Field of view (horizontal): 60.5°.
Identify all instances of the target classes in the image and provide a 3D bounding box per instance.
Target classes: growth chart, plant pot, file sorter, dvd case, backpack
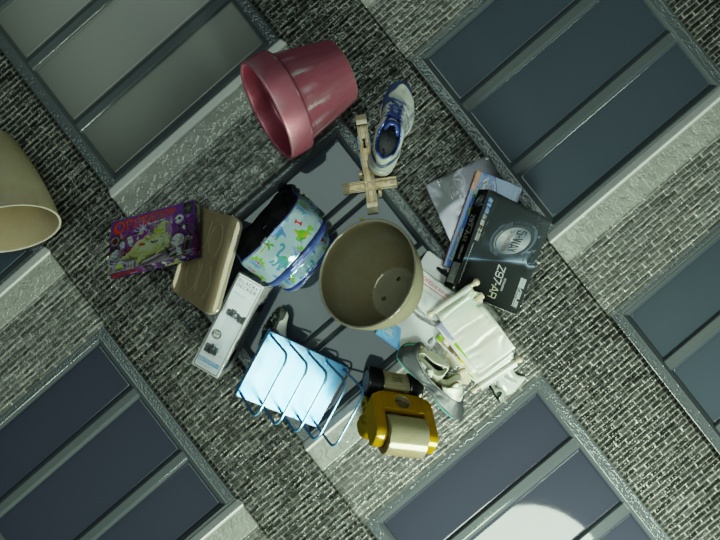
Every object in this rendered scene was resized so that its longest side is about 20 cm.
[{"bbox_3d":[0.214,0.132,1.182,0.143,0.018,0.202,-30,98,25],"label":"growth chart"},{"bbox_3d":[-0.110,-0.347,1.199,0.177,0.200,0.202,-31,89,-14],"label":"plant pot"},{"bbox_3d":[-0.718,-0.170,1.231,0.184,0.187,0.204,-22,75,2],"label":"plant pot"},{"bbox_3d":[-0.112,0.232,1.183,0.198,0.122,0.141,29,91,-30],"label":"file sorter"},{"bbox_3d":[0.238,-0.114,1.263,0.146,0.016,0.203,-24,90,2],"label":"dvd case"},{"bbox_3d":[-0.141,-0.055,1.186,0.147,0.200,0.184,42,90,-18],"label":"backpack"}]

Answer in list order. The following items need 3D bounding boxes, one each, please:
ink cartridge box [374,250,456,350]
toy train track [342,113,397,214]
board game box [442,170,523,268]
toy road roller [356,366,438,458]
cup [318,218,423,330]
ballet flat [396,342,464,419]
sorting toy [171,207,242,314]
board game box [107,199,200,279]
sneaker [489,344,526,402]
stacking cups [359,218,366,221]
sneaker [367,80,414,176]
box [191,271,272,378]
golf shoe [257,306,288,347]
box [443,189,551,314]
[{"bbox_3d":[0.127,0.072,1.242,0.115,0.067,0.202,33,91,2],"label":"ink cartridge box"},{"bbox_3d":[0.013,-0.219,1.263,0.112,0.033,0.205,-8,89,2],"label":"toy train track"},{"bbox_3d":[0.246,-0.088,1.245,0.101,0.019,0.204,20,91,0],"label":"board game box"},{"bbox_3d":[0.058,0.294,1.189,0.120,0.202,0.148,11,122,-16],"label":"toy road roller"},{"bbox_3d":[0.040,0.024,1.156,0.196,0.143,0.205,-9,69,25],"label":"cup"},{"bbox_3d":[0.152,0.209,1.183,0.073,0.073,0.200,-43,106,1],"label":"ballet flat"},{"bbox_3d":[-0.302,-0.024,1.223,0.036,0.198,0.189,15,92,-40],"label":"sorting toy"},{"bbox_3d":[-0.415,-0.062,1.243,0.196,0.032,0.122,-13,61,13],"label":"board game box"},{"bbox_3d":[0.260,0.156,1.238,0.088,0.074,0.202,-33,98,1],"label":"sneaker"},{"bbox_3d":[0.000,0.000,1.256,0.059,0.061,0.204,15,95,2],"label":"stacking cups"},{"bbox_3d":[0.069,-0.289,1.222,0.074,0.088,0.204,14,79,-4],"label":"sneaker"},{"bbox_3d":[-0.251,0.103,1.232,0.059,0.117,0.203,28,90,2],"label":"box"},{"bbox_3d":[-0.166,0.176,1.260,0.093,0.078,0.204,15,90,-19],"label":"golf shoe"},{"bbox_3d":[0.269,-0.035,1.209,0.158,0.043,0.204,22,90,-20],"label":"box"}]
